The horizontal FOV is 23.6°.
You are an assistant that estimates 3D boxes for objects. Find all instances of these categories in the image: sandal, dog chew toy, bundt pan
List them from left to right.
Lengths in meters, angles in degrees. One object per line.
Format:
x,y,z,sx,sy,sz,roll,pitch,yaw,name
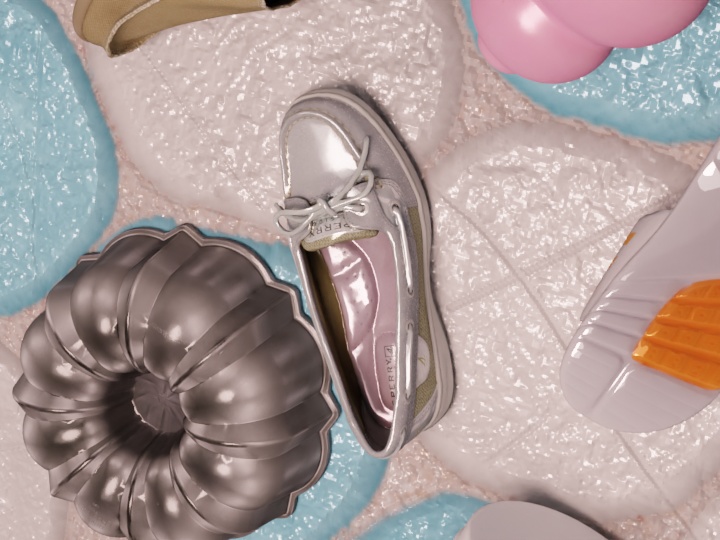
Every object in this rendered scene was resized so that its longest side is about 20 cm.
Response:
-0.118,0.078,1.009,0.202,0.076,0.202,6,107,20,bundt pan
0.129,-0.164,0.815,0.125,0.125,0.200,49,125,3,dog chew toy
0.177,-0.009,0.876,0.079,0.059,0.207,34,95,-8,sandal

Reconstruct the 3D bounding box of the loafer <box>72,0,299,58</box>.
-0.069,-0.163,0.916,0.200,0.076,0.068,-30,87,27,loafer

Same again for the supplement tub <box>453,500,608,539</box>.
0.067,0.241,0.943,0.140,0.140,0.200,33,115,10,supplement tub

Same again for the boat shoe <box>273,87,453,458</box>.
-0.001,0.001,0.942,0.074,0.065,0.202,-8,102,24,boat shoe
